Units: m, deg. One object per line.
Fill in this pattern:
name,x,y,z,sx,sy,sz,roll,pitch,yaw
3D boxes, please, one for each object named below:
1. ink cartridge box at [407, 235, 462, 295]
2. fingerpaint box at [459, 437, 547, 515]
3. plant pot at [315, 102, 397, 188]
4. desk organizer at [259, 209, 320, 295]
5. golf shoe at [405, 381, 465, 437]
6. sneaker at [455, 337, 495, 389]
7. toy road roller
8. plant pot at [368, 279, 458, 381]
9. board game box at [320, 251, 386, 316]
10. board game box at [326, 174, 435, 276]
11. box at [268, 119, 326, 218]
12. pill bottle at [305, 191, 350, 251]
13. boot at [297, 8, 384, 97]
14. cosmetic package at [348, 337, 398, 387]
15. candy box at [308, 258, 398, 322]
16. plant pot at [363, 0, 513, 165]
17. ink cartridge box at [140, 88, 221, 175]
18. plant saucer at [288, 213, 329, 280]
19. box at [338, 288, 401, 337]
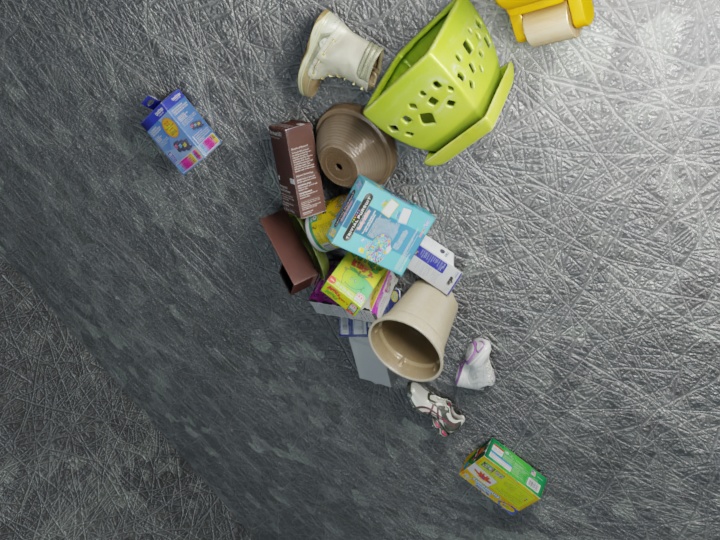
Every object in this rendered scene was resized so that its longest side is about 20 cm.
ink cartridge box,0.149,-0.032,1.681,0.198,0.039,0.100,36,142,6
fingerpaint box,0.410,0.596,2.070,0.198,0.074,0.168,36,141,3
plant pot,-0.025,-0.251,1.558,0.196,0.093,0.204,21,138,19
desk organizer,-0.186,-0.048,1.825,0.203,0.076,0.072,61,156,14
golf shoe,0.211,0.378,2.029,0.088,0.078,0.200,-36,105,30
sneaker,0.307,0.239,1.814,0.097,0.076,0.202,18,144,2
toy road roller,0.267,-0.432,1.101,0.121,0.147,0.203,-1,128,39
plant pot,0.144,0.130,1.727,0.196,0.185,0.204,21,139,20
board game box,0.000,0.000,1.699,0.101,0.201,0.048,36,142,0
board game box,0.045,-0.096,1.561,0.197,0.047,0.153,24,105,-29
box,-0.142,-0.230,1.620,0.100,0.073,0.206,25,127,57
pill bottle,-0.025,-0.121,1.661,0.196,0.114,0.114,-16,119,36
boot,-0.041,-0.401,1.441,0.152,0.073,0.201,32,141,4
cosmetic package,0.041,0.219,1.984,0.110,0.082,0.203,13,137,28
candy box,-0.019,0.049,1.809,0.195,0.139,0.061,7,148,32
plant pot,0.151,-0.322,1.271,0.181,0.201,0.199,40,142,-16
ink cartridge box,-0.465,-0.361,1.813,0.135,0.077,0.201,-21,112,48
plant saucer,-0.125,-0.074,1.794,0.203,0.031,0.201,61,171,16
box,0.028,0.111,1.863,0.196,0.032,0.125,-3,89,35
